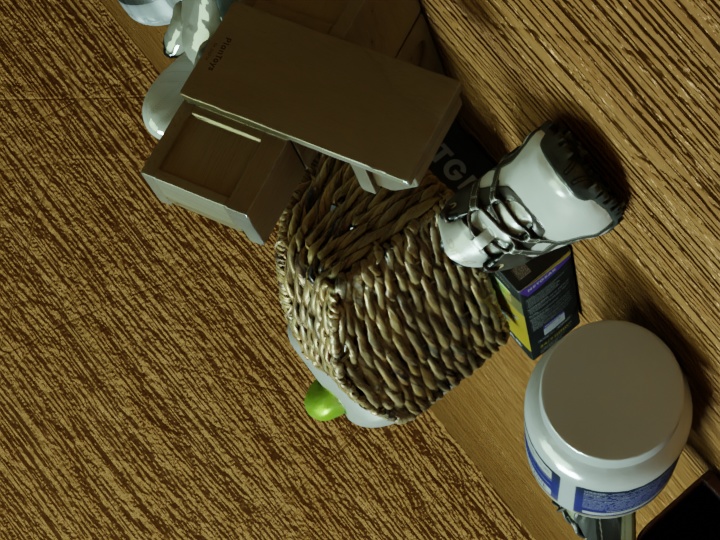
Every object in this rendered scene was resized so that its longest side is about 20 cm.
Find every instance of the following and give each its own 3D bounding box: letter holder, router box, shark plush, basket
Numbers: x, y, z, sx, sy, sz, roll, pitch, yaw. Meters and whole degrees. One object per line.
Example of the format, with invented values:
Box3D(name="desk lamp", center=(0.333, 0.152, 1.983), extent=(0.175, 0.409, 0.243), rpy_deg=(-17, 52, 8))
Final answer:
Box3D(name="letter holder", center=(0.265, 0.270, 1.426), extent=(0.101, 0.142, 0.200), rpy_deg=(48, 174, 32))
Box3D(name="router box", center=(0.084, -0.041, 1.392), extent=(0.200, 0.052, 0.157), rpy_deg=(50, 173, 23))
Box3D(name="shark plush", center=(-0.074, -0.198, 1.198), extent=(0.091, 0.083, 0.201), rpy_deg=(-142, 56, -62))
Box3D(name="basket", center=(0.000, 0.000, 1.329), extent=(0.149, 0.142, 0.200), rpy_deg=(46, 169, 35))

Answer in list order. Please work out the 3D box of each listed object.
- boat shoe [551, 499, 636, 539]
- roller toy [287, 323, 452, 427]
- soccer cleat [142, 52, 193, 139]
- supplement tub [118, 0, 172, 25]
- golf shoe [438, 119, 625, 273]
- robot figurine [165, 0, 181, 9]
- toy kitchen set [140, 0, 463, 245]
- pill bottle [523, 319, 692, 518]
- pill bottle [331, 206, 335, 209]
Box3D(name="boat shoe", center=(0.177, 0.168, 1.410), extent=(0.072, 0.066, 0.202), rpy_deg=(90, -178, -53))
Box3D(name="roller toy", center=(0.028, 0.045, 1.760), extent=(0.182, 0.200, 0.140), rpy_deg=(-20, 113, 47))
Box3D(name="soccer cleat", center=(-0.068, -0.143, 1.346), extent=(0.077, 0.199, 0.070), rpy_deg=(19, 125, 52))
Box3D(name="supplement tub", center=(-0.196, -0.320, 1.556), extent=(0.200, 0.122, 0.123), rpy_deg=(56, 173, -37))
Box3D(name="golf shoe", center=(0.099, -0.032, 1.114), extent=(0.078, 0.094, 0.200), rpy_deg=(53, 173, 2))
Box3D(name="robot figurine", center=(-0.086, -0.223, 1.305), extent=(0.169, 0.114, 0.200), rpy_deg=(23, -175, -19))
Box3D(name="toy kitchen set", center=(0.000, -0.081, 1.166), extent=(0.162, 0.201, 0.181), rpy_deg=(22, 162, 23))
Box3D(name="pill bottle", center=(0.171, 0.103, 1.266), extent=(0.116, 0.116, 0.200), rpy_deg=(50, 174, 15))
Box3D(name="pill bottle", center=(-0.017, -0.091, 1.595), extent=(0.200, 0.114, 0.114), rpy_deg=(52, 175, -1))
